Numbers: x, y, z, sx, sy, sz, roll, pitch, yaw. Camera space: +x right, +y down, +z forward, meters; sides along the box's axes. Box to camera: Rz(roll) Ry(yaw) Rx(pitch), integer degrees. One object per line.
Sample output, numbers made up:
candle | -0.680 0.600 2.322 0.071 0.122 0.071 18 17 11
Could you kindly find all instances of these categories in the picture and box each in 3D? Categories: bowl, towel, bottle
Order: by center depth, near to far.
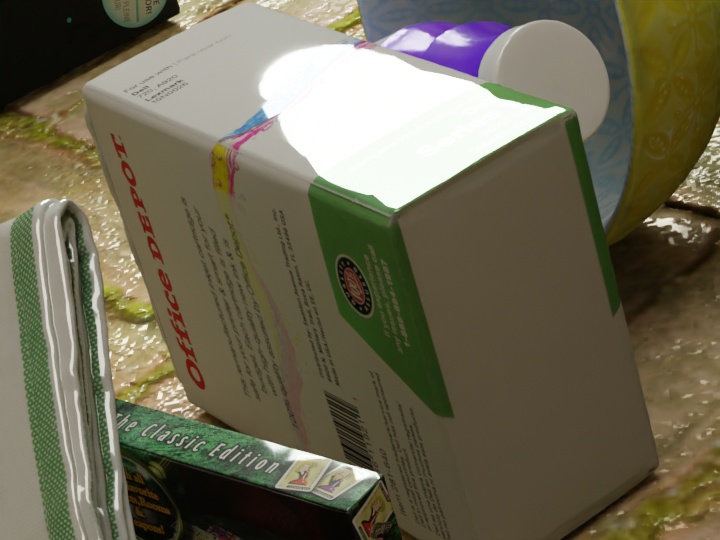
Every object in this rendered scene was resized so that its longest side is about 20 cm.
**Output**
towel | -0.152 0.081 0.821 0.199 0.031 0.150 -29 57 32
bottle | 0.028 -0.052 0.966 0.065 0.084 0.200 -37 7 -24
bowl | 0.090 -0.113 1.000 0.107 0.202 0.200 -22 28 -25

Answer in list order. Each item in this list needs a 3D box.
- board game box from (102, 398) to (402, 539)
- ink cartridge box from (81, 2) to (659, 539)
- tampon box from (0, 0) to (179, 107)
board game box | -0.059 0.091 0.812 0.199 0.105 0.023 13 42 41
ink cartridge box | 0.000 0.000 0.895 0.084 0.146 0.200 -31 31 -24
tampon box | -0.221 -0.167 1.296 0.199 0.151 0.126 -32 32 -25
